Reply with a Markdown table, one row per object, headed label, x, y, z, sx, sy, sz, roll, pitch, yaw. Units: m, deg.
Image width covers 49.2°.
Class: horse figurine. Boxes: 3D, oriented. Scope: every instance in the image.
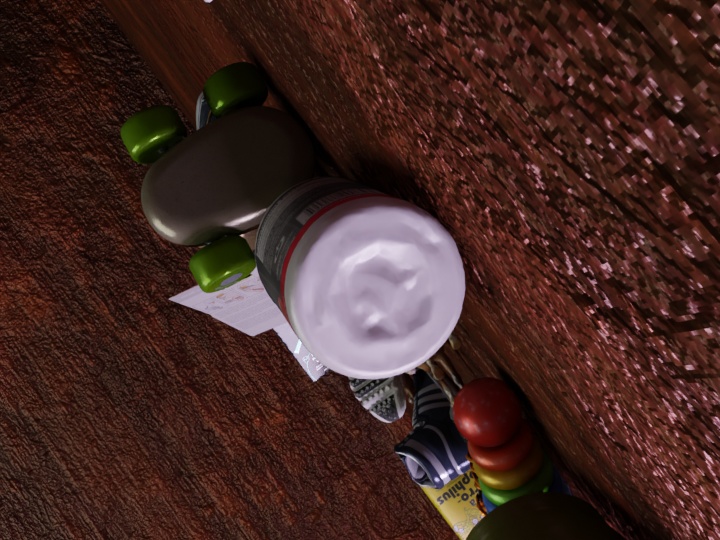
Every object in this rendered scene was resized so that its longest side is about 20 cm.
| label | x | y | z | sx | sy | sz | roll | pitch | yaw |
| --- | --- | --- | --- | --- | --- | --- | --- | --- | --- |
| horse figurine | 0.044 | 0.184 | 1.371 | 0.200 | 0.050 | 0.133 | 42 | -160 | -22 |
| horse figurine | 0.051 | 0.061 | 0.729 | 0.133 | 0.050 | 0.200 | 49 | 173 | 37 |

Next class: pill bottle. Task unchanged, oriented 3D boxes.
| label | x | y | z | sx | sy | sz | roll | pitch | yaw |
| --- | --- | --- | --- | --- | --- | --- | --- | --- | --- |
| pill bottle | -0.014 | -0.007 | 0.548 | 0.111 | 0.111 | 0.200 | 55 | 174 | -19 |

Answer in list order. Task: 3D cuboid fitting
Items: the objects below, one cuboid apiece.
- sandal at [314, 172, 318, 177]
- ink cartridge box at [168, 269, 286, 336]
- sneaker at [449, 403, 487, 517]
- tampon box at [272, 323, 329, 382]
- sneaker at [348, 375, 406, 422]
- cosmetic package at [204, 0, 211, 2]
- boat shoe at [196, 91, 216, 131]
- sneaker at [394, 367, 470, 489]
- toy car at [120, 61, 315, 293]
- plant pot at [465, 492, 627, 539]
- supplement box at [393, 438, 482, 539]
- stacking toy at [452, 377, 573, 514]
| label | x | y | z | sx | sy | sz | roll | pitch | yaw |
| --- | --- | --- | --- | --- | --- | --- | --- | --- | --- |
| sandal | -0.029 | -0.036 | 0.769 | 0.203 | 0.050 | 0.082 | 64 | 145 | 31 |
| ink cartridge box | -0.135 | 0.020 | 1.100 | 0.176 | 0.200 | 0.045 | 33 | -137 | -47 |
| sneaker | 0.145 | 0.216 | 0.785 | 0.200 | 0.077 | 0.078 | 55 | 176 | -3 |
| tampon box | -0.088 | 0.048 | 1.299 | 0.200 | 0.150 | 0.126 | 56 | 174 | -22 |
| sneaker | 0.016 | 0.098 | 1.025 | 0.081 | 0.075 | 0.200 | -10 | -107 | -50 |
| cosmetic package | -0.115 | -0.225 | 0.355 | 0.200 | 0.051 | 0.083 | 52 | 176 | 13 |
| boat shoe | -0.170 | -0.127 | 0.994 | 0.091 | 0.071 | 0.200 | -138 | 42 | -54 |
| sneaker | 0.082 | 0.189 | 0.961 | 0.070 | 0.108 | 0.200 | 57 | 174 | -25 |
| toy car | -0.114 | -0.069 | 0.757 | 0.164 | 0.158 | 0.200 | 61 | 176 | 9 |
| plant pot | 0.154 | 0.268 | 0.560 | 0.200 | 0.200 | 0.193 | 56 | -175 | -24 |
| supplement box | 0.162 | 0.353 | 1.319 | 0.200 | 0.109 | 0.110 | 53 | 175 | -1 |
| stacking toy | 0.126 | 0.168 | 0.658 | 0.200 | 0.085 | 0.085 | 61 | 171 | -32 |
